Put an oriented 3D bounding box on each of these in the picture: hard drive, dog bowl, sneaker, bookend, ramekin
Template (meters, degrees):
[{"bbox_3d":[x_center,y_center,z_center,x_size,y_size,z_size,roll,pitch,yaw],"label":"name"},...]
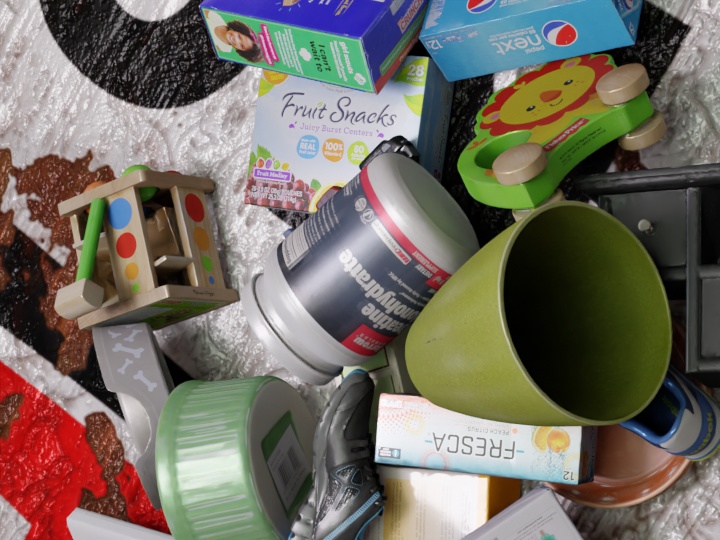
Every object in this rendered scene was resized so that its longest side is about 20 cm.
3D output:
[{"bbox_3d":[-0.212,0.326,1.819,0.199,0.026,0.132,10,130,33],"label":"hard drive"},{"bbox_3d":[-0.218,0.145,1.790,0.058,0.200,0.201,-20,74,-5],"label":"dog bowl"},{"bbox_3d":[-0.007,0.194,1.643,0.082,0.073,0.201,14,98,14],"label":"sneaker"},{"bbox_3d":[0.292,0.014,1.504,0.199,0.092,0.199,-3,75,27],"label":"bookend"},{"bbox_3d":[0.235,0.091,1.532,0.200,0.082,0.074,39,108,29],"label":"sneaker"},{"bbox_3d":[-0.112,0.200,1.714,0.097,0.200,0.201,-13,80,22],"label":"ramekin"}]

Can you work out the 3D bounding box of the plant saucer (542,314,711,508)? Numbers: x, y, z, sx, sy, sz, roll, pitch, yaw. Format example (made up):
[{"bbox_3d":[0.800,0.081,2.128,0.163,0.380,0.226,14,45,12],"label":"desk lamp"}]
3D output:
[{"bbox_3d":[0.231,0.119,1.599,0.200,0.032,0.201,-2,86,31],"label":"plant saucer"}]

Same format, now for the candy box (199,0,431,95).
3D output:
[{"bbox_3d":[-0.030,-0.272,1.711,0.200,0.077,0.169,15,54,32],"label":"candy box"}]

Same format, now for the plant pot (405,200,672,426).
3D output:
[{"bbox_3d":[0.131,0.056,1.483,0.200,0.187,0.188,-22,74,53],"label":"plant pot"}]

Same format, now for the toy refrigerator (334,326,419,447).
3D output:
[{"bbox_3d":[0.015,0.083,1.712,0.076,0.070,0.201,-18,78,29],"label":"toy refrigerator"}]

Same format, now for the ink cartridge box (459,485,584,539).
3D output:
[{"bbox_3d":[0.167,0.315,1.553,0.136,0.076,0.200,-33,86,-2],"label":"ink cartridge box"}]

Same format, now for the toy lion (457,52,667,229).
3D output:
[{"bbox_3d":[0.167,-0.131,1.565,0.200,0.069,0.192,-38,27,-18],"label":"toy lion"}]

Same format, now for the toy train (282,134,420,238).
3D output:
[{"bbox_3d":[-0.020,-0.061,1.688,0.200,0.034,0.046,-44,66,24],"label":"toy train"}]

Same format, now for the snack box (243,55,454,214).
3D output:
[{"bbox_3d":[-0.012,-0.137,1.744,0.199,0.068,0.169,9,92,30],"label":"snack box"}]

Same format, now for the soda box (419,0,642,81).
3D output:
[{"bbox_3d":[0.161,-0.240,1.632,0.199,0.068,0.064,-8,49,31],"label":"soda box"}]

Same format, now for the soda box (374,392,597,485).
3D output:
[{"bbox_3d":[0.117,0.154,1.593,0.199,0.064,0.069,4,88,22],"label":"soda box"}]

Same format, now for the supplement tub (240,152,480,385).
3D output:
[{"bbox_3d":[0.000,0.000,1.611,0.200,0.140,0.141,-41,67,18],"label":"supplement tub"}]

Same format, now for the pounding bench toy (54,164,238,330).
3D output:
[{"bbox_3d":[-0.248,-0.029,1.805,0.124,0.200,0.157,-19,78,30],"label":"pounding bench toy"}]

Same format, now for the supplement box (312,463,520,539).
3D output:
[{"bbox_3d":[0.052,0.253,1.675,0.199,0.073,0.127,1,87,31],"label":"supplement box"}]
